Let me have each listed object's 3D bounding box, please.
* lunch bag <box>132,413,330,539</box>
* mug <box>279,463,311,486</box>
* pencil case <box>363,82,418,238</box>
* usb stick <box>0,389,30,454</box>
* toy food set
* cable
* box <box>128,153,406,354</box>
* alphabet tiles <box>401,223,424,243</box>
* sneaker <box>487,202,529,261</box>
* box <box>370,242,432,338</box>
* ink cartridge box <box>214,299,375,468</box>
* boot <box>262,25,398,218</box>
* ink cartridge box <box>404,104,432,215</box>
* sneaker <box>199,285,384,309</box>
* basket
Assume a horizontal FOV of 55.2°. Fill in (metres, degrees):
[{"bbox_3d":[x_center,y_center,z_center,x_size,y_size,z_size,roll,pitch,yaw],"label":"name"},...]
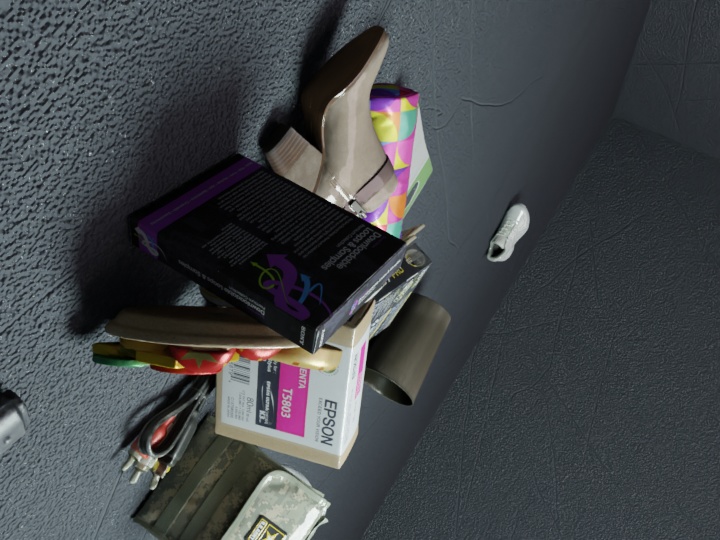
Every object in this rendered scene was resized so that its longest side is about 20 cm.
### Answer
[{"bbox_3d":[-0.157,0.314,0.887,0.164,0.199,0.118,-54,161,-17],"label":"lunch bag"},{"bbox_3d":[-0.153,0.389,1.041,0.200,0.175,0.148,-54,161,-19],"label":"mug"},{"bbox_3d":[0.018,-0.129,0.833,0.088,0.088,0.201,-36,136,-51],"label":"pencil case"},{"bbox_3d":[-0.326,0.165,0.489,0.200,0.033,0.056,-46,158,-39],"label":"usb stick"},{"bbox_3d":[-0.130,0.062,0.627,0.200,0.197,0.049,3,91,-61],"label":"toy food set"},{"bbox_3d":[-0.209,0.153,0.801,0.097,0.050,0.201,72,36,-55],"label":"cable"},{"bbox_3d":[-0.079,-0.023,0.606,0.143,0.199,0.036,-42,153,-43],"label":"box"},{"bbox_3d":[0.000,0.000,0.972,0.200,0.006,0.166,-39,-172,-15],"label":"alphabet tiles"},{"bbox_3d":[0.438,-0.105,2.054,0.099,0.078,0.201,-25,139,-55],"label":"sneaker"},{"bbox_3d":[0.012,0.061,1.059,0.161,0.049,0.200,-31,162,-33],"label":"box"},{"bbox_3d":[-0.080,0.113,0.798,0.075,0.164,0.201,-54,154,-61],"label":"ink cartridge box"},{"bbox_3d":[-0.007,-0.139,0.745,0.200,0.070,0.146,-46,127,5],"label":"boot"},{"bbox_3d":[0.043,-0.142,0.997,0.146,0.048,0.200,-58,162,-10],"label":"ink cartridge box"},{"bbox_3d":[-0.067,-0.009,0.710,0.070,0.199,0.090,-100,-167,-48],"label":"sneaker"},{"bbox_3d":[0.098,0.161,1.456,0.201,0.136,0.181,-58,156,-20],"label":"basket"}]
